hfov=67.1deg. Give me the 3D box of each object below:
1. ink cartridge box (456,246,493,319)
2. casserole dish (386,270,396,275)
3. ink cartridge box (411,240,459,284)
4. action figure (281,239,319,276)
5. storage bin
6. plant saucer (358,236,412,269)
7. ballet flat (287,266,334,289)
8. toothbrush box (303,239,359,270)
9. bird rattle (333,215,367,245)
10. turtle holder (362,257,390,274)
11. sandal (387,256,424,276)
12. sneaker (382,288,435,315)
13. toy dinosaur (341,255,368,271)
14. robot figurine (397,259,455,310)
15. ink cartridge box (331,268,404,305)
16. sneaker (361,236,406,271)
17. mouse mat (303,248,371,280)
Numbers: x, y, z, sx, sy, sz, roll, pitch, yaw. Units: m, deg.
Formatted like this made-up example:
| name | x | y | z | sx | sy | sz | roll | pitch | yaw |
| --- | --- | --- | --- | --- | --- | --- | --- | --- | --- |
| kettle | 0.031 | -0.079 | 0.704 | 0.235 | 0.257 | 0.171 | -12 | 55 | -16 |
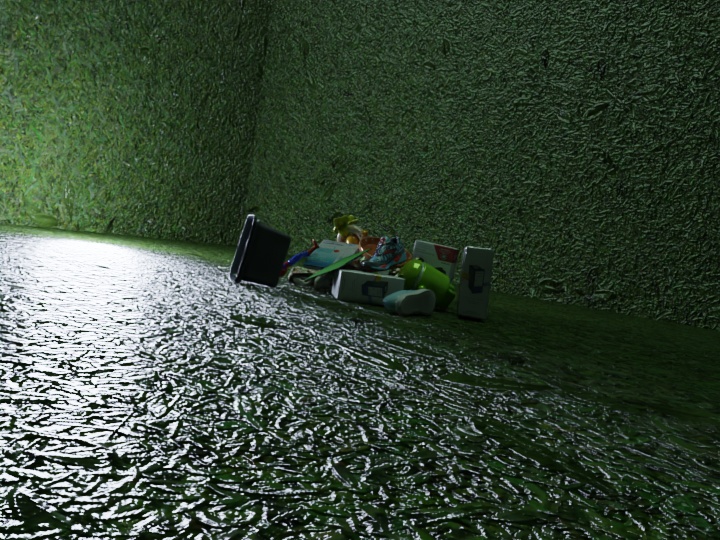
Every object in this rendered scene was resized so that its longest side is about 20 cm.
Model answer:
| name | x | y | z | sx | sy | sz | roll | pitch | yaw |
| --- | --- | --- | --- | --- | --- | --- | --- | --- | --- |
| ink cartridge box | 0.343 | 0.033 | 1.632 | 0.085 | 0.205 | 0.145 | 8 | 3 | 8 |
| casserole dish | 0.138 | 0.047 | 1.929 | 0.039 | 0.122 | 0.198 | 50 | 22 | 25 |
| ink cartridge box | 0.243 | 0.011 | 1.856 | 0.143 | 0.205 | 0.083 | 13 | 6 | 19 |
| action figure | -0.244 | -0.053 | 1.840 | 0.100 | 0.199 | 0.065 | 50 | -4 | -1 |
| storage bin | -0.300 | -0.048 | 1.633 | 0.132 | 0.204 | 0.145 | 19 | -2 | -23 |
| plant saucer | 0.085 | -0.056 | 1.887 | 0.196 | 0.033 | 0.201 | 17 | 25 | -8 |
| ballet flat | -0.152 | 0.034 | 1.779 | 0.196 | 0.077 | 0.064 | 5 | 32 | 24 |
| toothbrush box | -0.096 | -0.021 | 1.892 | 0.143 | 0.087 | 0.201 | 9 | 29 | 16 |
| bird rattle | -0.048 | -0.098 | 1.989 | 0.160 | 0.205 | 0.112 | 18 | 14 | 29 |
| turtle holder | 0.029 | 0.012 | 2.176 | 0.184 | 0.143 | 0.131 | -34 | 2 | -24 |
| sandal | 0.127 | 0.023 | 1.802 | 0.057 | 0.199 | 0.081 | 39 | -19 | 46 |
| sneaker | 0.135 | 0.081 | 1.496 | 0.081 | 0.076 | 0.198 | 15 | 5 | 37 |
| toy dinosaur | 0.000 | 0.000 | 1.831 | 0.084 | 0.139 | 0.201 | -2 | 21 | 11 |
| robot figurine | 0.203 | 0.042 | 1.719 | 0.197 | 0.117 | 0.176 | 30 | 26 | -11 |
| ink cartridge box | 0.021 | 0.049 | 1.627 | 0.195 | 0.090 | 0.145 | 9 | 2 | -10 |
| sneaker | 0.064 | -0.054 | 1.669 | 0.078 | 0.098 | 0.199 | -2 | 14 | 37 |
| mouse mat | -0.071 | -0.018 | 1.697 | 0.159 | 0.008 | 0.199 | -19 | 10 | 42 |
